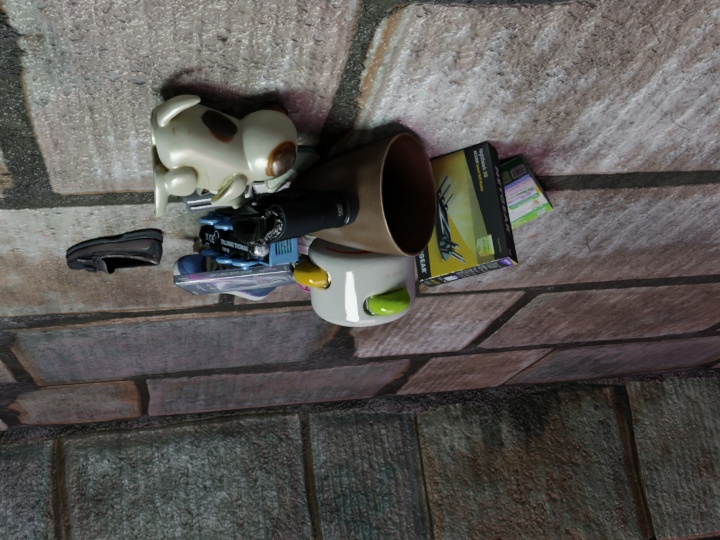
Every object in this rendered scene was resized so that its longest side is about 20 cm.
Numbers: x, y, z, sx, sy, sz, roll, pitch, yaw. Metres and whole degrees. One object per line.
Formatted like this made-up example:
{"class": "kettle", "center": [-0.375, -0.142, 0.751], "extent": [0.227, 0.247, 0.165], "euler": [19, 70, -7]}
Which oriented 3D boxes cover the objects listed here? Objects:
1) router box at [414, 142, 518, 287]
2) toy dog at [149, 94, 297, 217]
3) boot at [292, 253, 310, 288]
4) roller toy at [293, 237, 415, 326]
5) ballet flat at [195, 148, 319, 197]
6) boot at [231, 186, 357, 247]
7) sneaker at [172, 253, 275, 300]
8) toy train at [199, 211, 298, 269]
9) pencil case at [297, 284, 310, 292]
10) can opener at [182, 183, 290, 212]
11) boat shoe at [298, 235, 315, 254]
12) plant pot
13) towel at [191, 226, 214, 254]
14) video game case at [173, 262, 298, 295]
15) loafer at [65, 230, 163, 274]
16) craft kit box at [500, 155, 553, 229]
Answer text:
{"class": "router box", "center": [0.160, -0.089, 1.542], "extent": [0.156, 0.201, 0.052], "euler": [-16, 161, 24]}
{"class": "toy dog", "center": [-0.185, -0.175, 1.298], "extent": [0.199, 0.140, 0.195], "euler": [-2, 136, -16]}
{"class": "boot", "center": [-0.029, 0.033, 1.832], "extent": [0.153, 0.074, 0.203], "euler": [16, 166, 48]}
{"class": "roller toy", "center": [0.000, 0.000, 1.625], "extent": [0.199, 0.141, 0.183], "euler": [3, -157, 16]}
{"class": "ballet flat", "center": [-0.160, -0.145, 1.468], "extent": [0.199, 0.064, 0.067], "euler": [-6, 162, -5]}
{"class": "boot", "center": [-0.126, -0.080, 1.383], "extent": [0.199, 0.077, 0.168], "euler": [0, -172, 45]}
{"class": "sneaker", "center": [-0.226, -0.018, 1.727], "extent": [0.199, 0.081, 0.146], "euler": [15, 141, -26]}
{"class": "toy train", "center": [-0.194, -0.054, 1.603], "extent": [0.114, 0.087, 0.200], "euler": [-9, -166, -36]}
{"class": "pencil case", "center": [-0.052, 0.024, 1.996], "extent": [0.093, 0.091, 0.200], "euler": [24, -178, 32]}
{"class": "can opener", "center": [-0.189, -0.113, 1.548], "extent": [0.199, 0.067, 0.053], "euler": [-8, 162, -1]}
{"class": "boat shoe", "center": [-0.097, -0.064, 1.733], "extent": [0.199, 0.066, 0.072], "euler": [14, -174, -22]}
{"class": "plant pot", "center": [-0.009, -0.112, 1.484], "extent": [0.199, 0.188, 0.187], "euler": [-2, 167, 30]}
{"class": "towel", "center": [-0.208, -0.049, 1.792], "extent": [0.199, 0.035, 0.132], "euler": [4, 160, -32]}
{"class": "video game case", "center": [-0.209, 0.016, 1.641], "extent": [0.199, 0.019, 0.143], "euler": [-5, 170, 3]}
{"class": "loafer", "center": [-0.452, -0.023, 1.728], "extent": [0.199, 0.063, 0.072], "euler": [-13, 161, 16]}
{"class": "craft kit box", "center": [0.229, -0.111, 1.692], "extent": [0.199, 0.049, 0.197], "euler": [-27, 155, 14]}
